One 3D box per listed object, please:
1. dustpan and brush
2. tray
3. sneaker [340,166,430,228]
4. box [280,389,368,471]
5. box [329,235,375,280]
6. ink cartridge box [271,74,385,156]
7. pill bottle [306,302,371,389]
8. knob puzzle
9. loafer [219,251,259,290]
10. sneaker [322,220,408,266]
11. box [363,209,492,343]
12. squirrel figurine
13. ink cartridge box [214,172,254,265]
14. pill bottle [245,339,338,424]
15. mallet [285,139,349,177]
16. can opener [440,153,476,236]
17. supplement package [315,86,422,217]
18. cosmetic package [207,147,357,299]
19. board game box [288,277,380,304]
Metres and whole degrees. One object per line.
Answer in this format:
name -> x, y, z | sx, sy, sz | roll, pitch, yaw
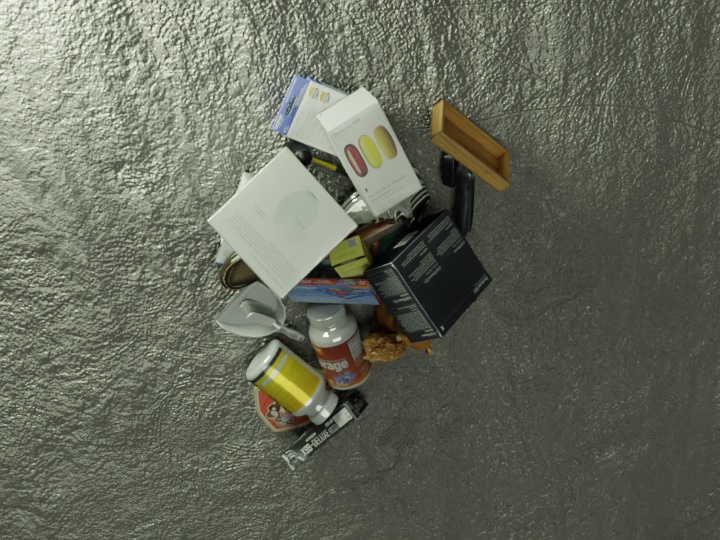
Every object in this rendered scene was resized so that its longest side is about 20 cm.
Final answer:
dustpan and brush -> -0.198, 0.109, 1.673 | 0.140, 0.057, 0.199 | -44, 140, 18
tray -> 0.224, -0.251, 1.554 | 0.199, 0.099, 0.037 | 31, 137, -27
sneaker -> 0.050, -0.123, 1.565 | 0.200, 0.116, 0.076 | -30, 146, 3
box -> -0.081, 0.374, 1.808 | 0.200, 0.158, 0.050 | -41, 85, 11
box -> 0.000, 0.000, 1.604 | 0.075, 0.050, 0.200 | -19, 151, 11
ink cartridge box -> -0.064, -0.294, 1.488 | 0.199, 0.042, 0.120 | 17, 112, -26
pill bottle -> -0.051, 0.160, 1.715 | 0.111, 0.112, 0.201 | -20, 122, -2
knob puzzle -> -0.162, 0.313, 1.823 | 0.218, 0.031, 0.221 | -7, 121, -11
loafer -> -0.199, -0.019, 1.547 | 0.199, 0.071, 0.073 | -32, 122, 7
sneaker -> 0.012, -0.049, 1.634 | 0.199, 0.072, 0.080 | -25, 127, 5
box -> 0.139, 0.012, 1.556 | 0.200, 0.104, 0.183 | -42, 103, -34
squirrel figurine -> 0.095, 0.131, 1.690 | 0.141, 0.187, 0.200 | 29, 108, -28
ink cartridge box -> -0.180, -0.082, 1.581 | 0.198, 0.041, 0.201 | 16, 115, -22
pill bottle -> -0.149, 0.254, 1.715 | 0.200, 0.112, 0.112 | 41, 104, -13
mallet -> -0.062, -0.213, 1.543 | 0.199, 0.066, 0.041 | 15, 110, -39
can opener -> 0.222, -0.164, 1.638 | 0.063, 0.078, 0.201 | -42, 135, -36
supplement package -> 0.016, -0.226, 1.459 | 0.113, 0.110, 0.201 | -32, 120, 1
cosmetic package -> -0.149, -0.087, 1.450 | 0.200, 0.123, 0.200 | -43, 98, -6
board game box -> -0.065, 0.043, 1.615 | 0.198, 0.020, 0.103 | 1, 158, 15
